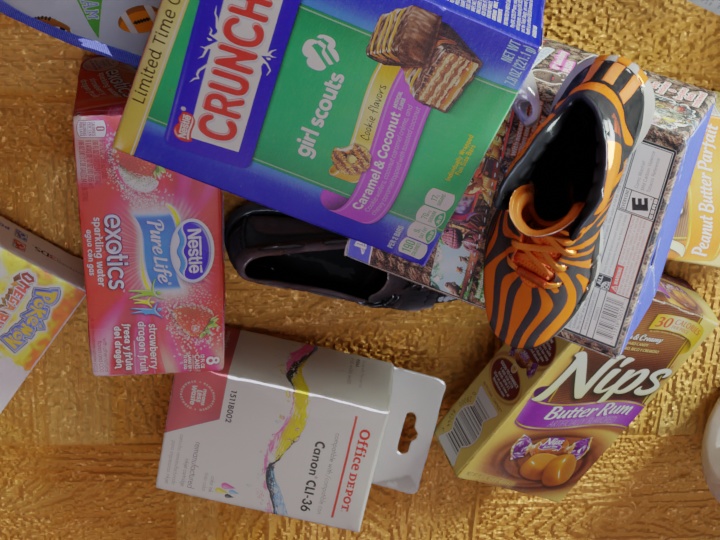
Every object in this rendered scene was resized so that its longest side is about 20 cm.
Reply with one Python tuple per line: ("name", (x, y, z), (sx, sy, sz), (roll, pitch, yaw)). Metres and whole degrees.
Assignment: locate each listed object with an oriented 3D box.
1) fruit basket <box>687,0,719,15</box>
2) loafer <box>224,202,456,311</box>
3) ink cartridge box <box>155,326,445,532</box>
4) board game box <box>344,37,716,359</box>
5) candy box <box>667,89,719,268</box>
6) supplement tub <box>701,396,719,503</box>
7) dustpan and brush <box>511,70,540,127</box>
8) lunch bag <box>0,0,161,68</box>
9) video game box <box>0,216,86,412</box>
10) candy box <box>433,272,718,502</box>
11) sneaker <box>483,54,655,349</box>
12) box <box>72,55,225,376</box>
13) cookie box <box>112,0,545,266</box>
("fruit basket", (0.203, -0.256, 0.928), (0.199, 0.094, 0.185), (18, 139, -12))
("loafer", (0.000, 0.000, 1.090), (0.199, 0.063, 0.072), (9, 120, -11))
("ink cartridge box", (-0.044, 0.121, 1.136), (0.199, 0.068, 0.117), (12, 119, -1))
("board game box", (0.109, -0.062, 0.997), (0.199, 0.097, 0.160), (21, 120, 16))
("candy box", (0.227, -0.069, 1.079), (0.199, 0.055, 0.116), (9, 119, -11))
("supplement tub", (0.381, 0.163, 1.183), (0.200, 0.145, 0.145), (32, 112, -23))
("dustpan and brush", (0.066, -0.178, 0.921), (0.139, 0.201, 0.057), (-31, 149, 34))
("lunch bag", (-0.125, -0.218, 0.915), (0.199, 0.124, 0.171), (14, 120, -22))
("video game box", (-0.321, 0.034, 1.086), (0.182, 0.047, 0.200), (29, 114, -24))
("candy box", (0.160, 0.081, 1.143), (0.116, 0.057, 0.200), (18, 118, -37))
("sneaker", (0.104, -0.026, 0.890), (0.077, 0.112, 0.201), (23, 120, 15))
("box", (-0.140, -0.037, 1.032), (0.095, 0.100, 0.201), (-1, 120, -5))
("cookie box", (-0.020, -0.116, 0.862), (0.199, 0.075, 0.172), (21, 128, -8))
